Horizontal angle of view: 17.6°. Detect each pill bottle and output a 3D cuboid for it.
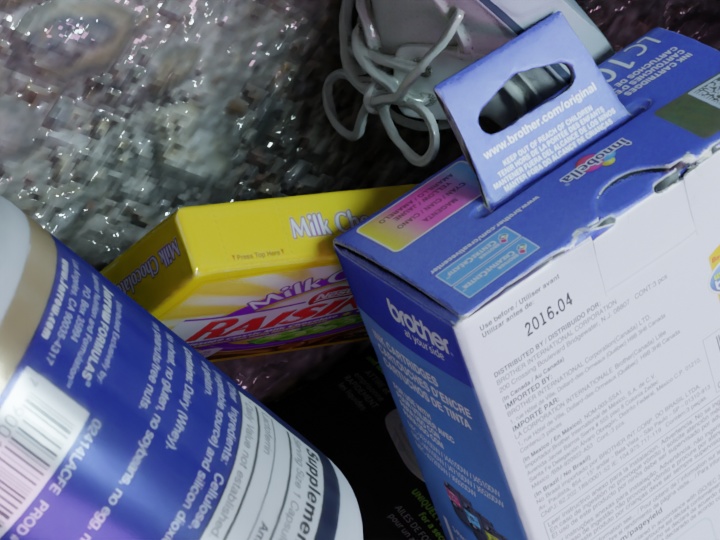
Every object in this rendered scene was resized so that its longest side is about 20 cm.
[{"bbox_3d":[-0.072,0.079,0.685,0.200,0.116,0.116,41,94,-25],"label":"pill bottle"}]

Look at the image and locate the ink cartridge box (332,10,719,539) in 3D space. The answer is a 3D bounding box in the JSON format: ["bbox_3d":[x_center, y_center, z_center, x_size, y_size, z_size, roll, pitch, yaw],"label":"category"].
[{"bbox_3d":[0.080,0.021,0.723,0.136,0.076,0.201,-33,126,-19],"label":"ink cartridge box"}]

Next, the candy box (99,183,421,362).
[{"bbox_3d":[0.000,0.000,0.772,0.199,0.027,0.102,-7,160,-37],"label":"candy box"}]

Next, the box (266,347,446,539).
[{"bbox_3d":[0.050,0.106,0.886,0.199,0.124,0.149,-28,141,-20],"label":"box"}]

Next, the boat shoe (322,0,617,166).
[{"bbox_3d":[0.025,-0.070,0.746,0.086,0.075,0.202,-42,152,8],"label":"boat shoe"}]
